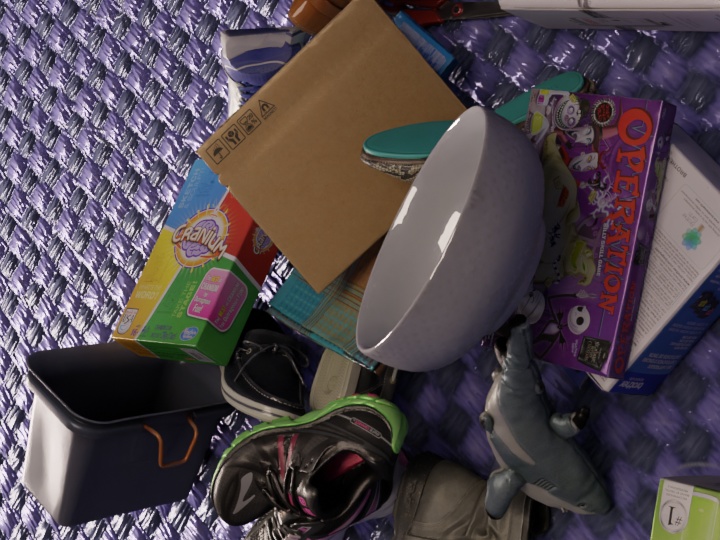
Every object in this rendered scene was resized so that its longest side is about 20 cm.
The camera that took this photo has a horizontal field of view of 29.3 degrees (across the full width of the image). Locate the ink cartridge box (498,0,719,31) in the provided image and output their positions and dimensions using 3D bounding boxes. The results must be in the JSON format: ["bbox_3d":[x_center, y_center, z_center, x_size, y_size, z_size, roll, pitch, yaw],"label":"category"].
[{"bbox_3d":[0.217,-0.266,1.070,0.198,0.082,0.149,9,91,39],"label":"ink cartridge box"}]

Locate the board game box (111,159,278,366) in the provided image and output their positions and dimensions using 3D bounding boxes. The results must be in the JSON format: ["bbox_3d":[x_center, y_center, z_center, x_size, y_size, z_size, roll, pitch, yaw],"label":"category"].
[{"bbox_3d":[-0.142,-0.013,1.300,0.152,0.040,0.202,0,61,50],"label":"board game box"}]

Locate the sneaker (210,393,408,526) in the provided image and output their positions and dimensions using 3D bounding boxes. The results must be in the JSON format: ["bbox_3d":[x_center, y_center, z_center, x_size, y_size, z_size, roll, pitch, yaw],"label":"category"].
[{"bbox_3d":[-0.050,0.167,1.132,0.199,0.077,0.085,-29,36,29],"label":"sneaker"}]

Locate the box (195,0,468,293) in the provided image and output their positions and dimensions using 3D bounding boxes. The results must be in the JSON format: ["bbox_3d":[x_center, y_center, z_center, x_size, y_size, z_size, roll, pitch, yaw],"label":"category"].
[{"bbox_3d":[-0.015,-0.106,1.162,0.200,0.021,0.164,-42,90,8],"label":"box"}]

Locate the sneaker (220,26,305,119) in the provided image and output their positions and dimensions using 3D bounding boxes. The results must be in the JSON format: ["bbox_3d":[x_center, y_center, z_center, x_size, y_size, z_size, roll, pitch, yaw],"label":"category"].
[{"bbox_3d":[-0.087,-0.165,1.280,0.079,0.199,0.117,-5,96,-5],"label":"sneaker"}]

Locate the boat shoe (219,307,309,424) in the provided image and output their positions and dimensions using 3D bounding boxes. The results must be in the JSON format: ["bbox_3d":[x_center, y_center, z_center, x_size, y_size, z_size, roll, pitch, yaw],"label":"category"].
[{"bbox_3d":[-0.087,0.087,1.246,0.063,0.074,0.200,-65,20,11],"label":"boat shoe"}]

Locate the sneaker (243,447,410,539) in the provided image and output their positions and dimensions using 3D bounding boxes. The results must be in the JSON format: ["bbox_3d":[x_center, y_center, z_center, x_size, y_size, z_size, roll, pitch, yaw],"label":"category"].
[{"bbox_3d":[-0.048,0.212,1.228,0.200,0.086,0.081,-43,59,27],"label":"sneaker"}]

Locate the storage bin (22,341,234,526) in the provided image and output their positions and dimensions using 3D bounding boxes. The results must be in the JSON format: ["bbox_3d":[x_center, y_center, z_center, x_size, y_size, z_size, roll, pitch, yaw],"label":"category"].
[{"bbox_3d":[-0.223,0.163,1.322,0.145,0.198,0.136,35,118,36],"label":"storage bin"}]

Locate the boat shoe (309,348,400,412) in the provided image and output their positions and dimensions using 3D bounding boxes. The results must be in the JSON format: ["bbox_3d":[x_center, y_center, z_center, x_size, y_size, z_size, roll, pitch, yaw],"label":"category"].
[{"bbox_3d":[0.020,0.046,1.213,0.072,0.067,0.203,9,76,59],"label":"boat shoe"}]

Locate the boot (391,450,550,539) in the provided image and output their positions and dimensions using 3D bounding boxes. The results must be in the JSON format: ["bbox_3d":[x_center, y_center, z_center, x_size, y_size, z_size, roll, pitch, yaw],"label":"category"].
[{"bbox_3d":[0.078,0.259,1.135,0.129,0.067,0.203,18,98,34],"label":"boot"}]

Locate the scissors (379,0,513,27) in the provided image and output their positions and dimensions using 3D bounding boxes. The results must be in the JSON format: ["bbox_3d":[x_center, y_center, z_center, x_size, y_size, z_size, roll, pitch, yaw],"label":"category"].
[{"bbox_3d":[0.077,-0.225,1.228,0.199,0.014,0.074,26,99,38],"label":"scissors"}]

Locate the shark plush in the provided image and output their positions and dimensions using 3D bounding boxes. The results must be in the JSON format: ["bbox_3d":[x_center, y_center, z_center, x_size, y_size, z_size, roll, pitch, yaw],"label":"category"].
[{"bbox_3d":[0.141,0.105,1.043,0.082,0.091,0.203,8,123,29],"label":"shark plush"}]

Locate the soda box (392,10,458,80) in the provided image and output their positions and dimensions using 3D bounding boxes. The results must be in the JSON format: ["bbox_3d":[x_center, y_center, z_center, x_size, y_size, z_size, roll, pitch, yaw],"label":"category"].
[{"bbox_3d":[0.000,-0.125,1.205,0.064,0.068,0.201,40,98,3],"label":"soda box"}]

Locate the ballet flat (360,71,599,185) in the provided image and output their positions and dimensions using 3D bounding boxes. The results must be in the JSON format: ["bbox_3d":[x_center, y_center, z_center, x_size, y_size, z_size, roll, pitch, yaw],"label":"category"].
[{"bbox_3d":[0.102,-0.096,1.114,0.197,0.076,0.068,-18,32,3],"label":"ballet flat"}]

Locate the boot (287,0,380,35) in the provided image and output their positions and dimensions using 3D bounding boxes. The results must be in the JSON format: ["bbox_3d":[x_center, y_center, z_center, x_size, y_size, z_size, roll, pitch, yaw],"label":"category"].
[{"bbox_3d":[-0.003,-0.261,1.166,0.154,0.200,0.074,-33,79,16],"label":"boot"}]

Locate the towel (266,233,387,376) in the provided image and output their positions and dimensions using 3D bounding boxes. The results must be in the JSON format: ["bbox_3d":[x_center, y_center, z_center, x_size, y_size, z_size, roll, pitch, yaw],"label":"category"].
[{"bbox_3d":[0.000,0.000,1.194,0.148,0.022,0.199,-59,32,-4],"label":"towel"}]

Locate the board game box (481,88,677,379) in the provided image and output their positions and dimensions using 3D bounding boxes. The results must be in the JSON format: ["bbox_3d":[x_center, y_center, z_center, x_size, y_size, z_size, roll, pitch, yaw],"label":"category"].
[{"bbox_3d":[0.161,-0.030,1.029,0.119,0.032,0.203,11,91,38],"label":"board game box"}]

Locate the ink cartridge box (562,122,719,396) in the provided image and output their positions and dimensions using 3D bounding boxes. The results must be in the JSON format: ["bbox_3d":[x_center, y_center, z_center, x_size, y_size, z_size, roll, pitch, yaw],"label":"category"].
[{"bbox_3d":[0.205,0.000,1.051,0.201,0.076,0.137,-52,54,21],"label":"ink cartridge box"}]

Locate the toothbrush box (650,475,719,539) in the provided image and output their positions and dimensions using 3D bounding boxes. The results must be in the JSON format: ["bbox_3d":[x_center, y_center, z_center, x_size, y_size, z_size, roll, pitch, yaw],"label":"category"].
[{"bbox_3d":[0.274,0.257,0.957,0.144,0.085,0.203,10,93,40],"label":"toothbrush box"}]

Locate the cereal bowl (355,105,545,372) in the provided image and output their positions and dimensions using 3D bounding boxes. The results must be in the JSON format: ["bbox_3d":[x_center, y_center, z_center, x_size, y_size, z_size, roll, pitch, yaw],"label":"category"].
[{"bbox_3d":[0.076,-0.013,1.000,0.202,0.083,0.201,-60,11,19],"label":"cereal bowl"}]
